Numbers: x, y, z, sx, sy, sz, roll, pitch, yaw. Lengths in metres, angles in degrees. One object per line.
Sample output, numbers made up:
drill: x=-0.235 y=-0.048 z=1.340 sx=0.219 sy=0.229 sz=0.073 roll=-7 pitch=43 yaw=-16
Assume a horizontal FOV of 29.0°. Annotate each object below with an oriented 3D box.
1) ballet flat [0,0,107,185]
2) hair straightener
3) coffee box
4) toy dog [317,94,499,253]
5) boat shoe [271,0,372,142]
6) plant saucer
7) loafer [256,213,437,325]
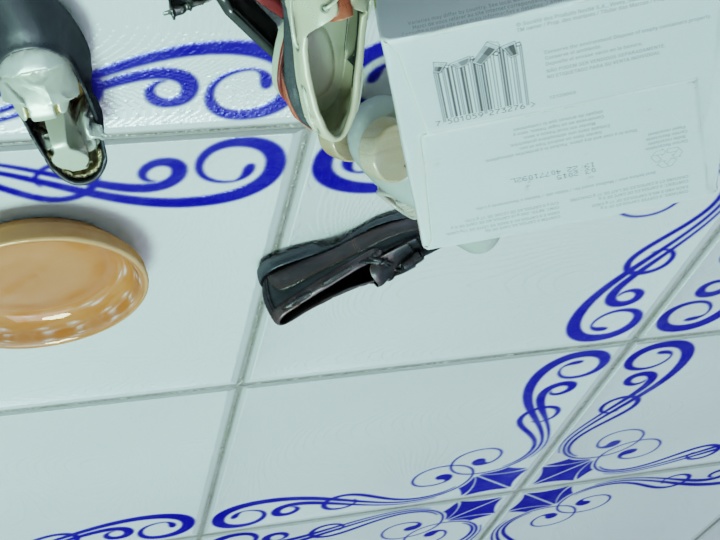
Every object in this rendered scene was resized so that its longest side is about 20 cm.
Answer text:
ballet flat: x=-0.220 y=-0.124 z=0.993 sx=0.072 sy=0.074 sz=0.201 roll=-12 pitch=152 yaw=-3
hair straightener: x=-0.108 y=-0.188 z=0.950 sx=0.076 sy=0.041 sz=0.199 roll=-27 pitch=155 yaw=25
coffee box: x=0.110 y=-0.166 z=0.868 sx=0.197 sy=0.200 sz=0.201 roll=-10 pitch=145 yaw=5
toy dog: x=0.056 y=-0.098 z=1.146 sx=0.097 sy=0.131 sz=0.200 roll=-57 pitch=150 yaw=-1
boat shoe: x=-0.023 y=-0.180 z=0.938 sx=0.070 sy=0.063 sz=0.202 roll=-16 pitch=137 yaw=-23
plant saucer: x=-0.290 y=0.009 z=1.243 sx=0.197 sy=0.038 sz=0.201 roll=-10 pitch=153 yaw=-5
loafer: x=0.000 y=0.000 z=1.328 sx=0.197 sy=0.064 sz=0.072 roll=-17 pitch=153 yaw=7
